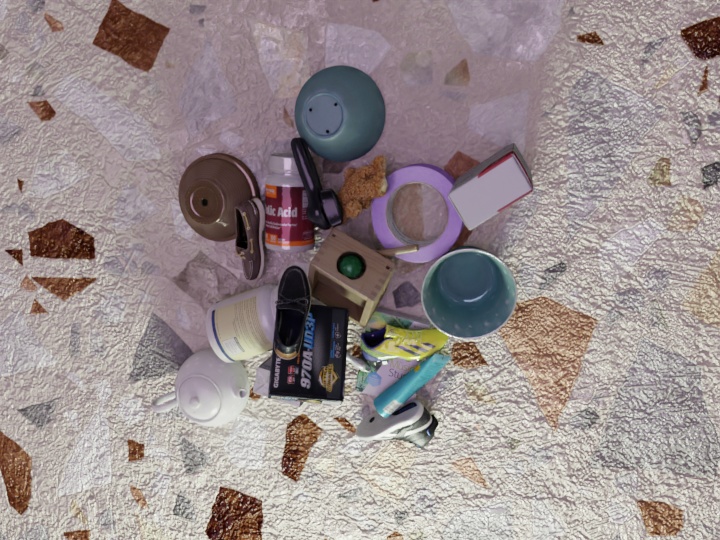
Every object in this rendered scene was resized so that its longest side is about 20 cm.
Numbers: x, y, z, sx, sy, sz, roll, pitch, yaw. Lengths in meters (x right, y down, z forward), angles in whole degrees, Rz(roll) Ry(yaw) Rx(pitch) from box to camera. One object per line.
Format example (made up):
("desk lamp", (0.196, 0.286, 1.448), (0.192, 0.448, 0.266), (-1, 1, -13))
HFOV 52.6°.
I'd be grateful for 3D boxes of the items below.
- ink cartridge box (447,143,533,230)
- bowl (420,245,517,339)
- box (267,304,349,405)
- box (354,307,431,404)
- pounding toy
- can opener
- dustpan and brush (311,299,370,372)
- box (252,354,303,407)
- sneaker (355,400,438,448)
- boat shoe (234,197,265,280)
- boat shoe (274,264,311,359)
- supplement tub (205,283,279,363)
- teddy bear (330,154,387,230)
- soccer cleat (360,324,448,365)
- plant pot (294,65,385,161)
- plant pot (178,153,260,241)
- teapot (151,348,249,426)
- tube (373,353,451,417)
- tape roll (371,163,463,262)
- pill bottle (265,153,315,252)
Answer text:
("ink cartridge box", (0.260, -0.170, 1.434), (0.144, 0.200, 0.084), (-32, 96, 19))
("bowl", (0.224, 0.029, 1.525), (0.196, 0.105, 0.205), (2, 114, 4))
("box", (-0.107, 0.172, 1.521), (0.156, 0.046, 0.204), (7, 67, -7))
("box", (0.073, 0.194, 1.651), (0.142, 0.036, 0.204), (13, 104, 11))
("pounding toy", (0.000, 0.000, 1.548), (0.182, 0.201, 0.143), (30, 65, 6))
("can opener", (-0.097, -0.180, 1.514), (0.077, 0.063, 0.203), (-22, 90, 7))
("dustpan and brush", (-0.056, 0.172, 1.615), (0.198, 0.057, 0.141), (30, 71, -8))
("box", (-0.150, 0.226, 1.631), (0.115, 0.200, 0.061), (16, 105, 12))
("sneaker", (0.089, 0.375, 1.670), (0.198, 0.074, 0.112), (-26, 120, 35))
("boat shoe", (-0.254, -0.064, 1.639), (0.072, 0.059, 0.203), (39, 133, 40))
("boat shoe", (-0.140, 0.079, 1.495), (0.073, 0.062, 0.204), (7, 66, -4))
("supplement tub", (-0.236, 0.116, 1.657), (0.197, 0.145, 0.147), (-18, 97, 18))
("teddy bear", (-0.015, -0.167, 1.537), (0.198, 0.066, 0.148), (-17, 57, 47))
("soccer cleat", (0.091, 0.152, 1.580), (0.196, 0.065, 0.085), (-13, 118, 19))
("plant pot", (-0.056, -0.324, 1.517), (0.196, 0.135, 0.204), (3, 103, 13))
("plant pot", (-0.333, -0.161, 1.650), (0.197, 0.093, 0.205), (3, 103, 13))
("teapot", (-0.370, 0.291, 1.732), (0.196, 0.146, 0.202), (33, 109, 6))
("tube", (0.113, 0.247, 1.603), (0.200, 0.077, 0.051), (-43, 64, 21))
("tape roll", (0.124, -0.123, 1.551), (0.196, 0.066, 0.205), (3, 103, 13))
("pill bottle", (-0.153, -0.150, 1.592), (0.112, 0.114, 0.204), (5, 104, 13))
